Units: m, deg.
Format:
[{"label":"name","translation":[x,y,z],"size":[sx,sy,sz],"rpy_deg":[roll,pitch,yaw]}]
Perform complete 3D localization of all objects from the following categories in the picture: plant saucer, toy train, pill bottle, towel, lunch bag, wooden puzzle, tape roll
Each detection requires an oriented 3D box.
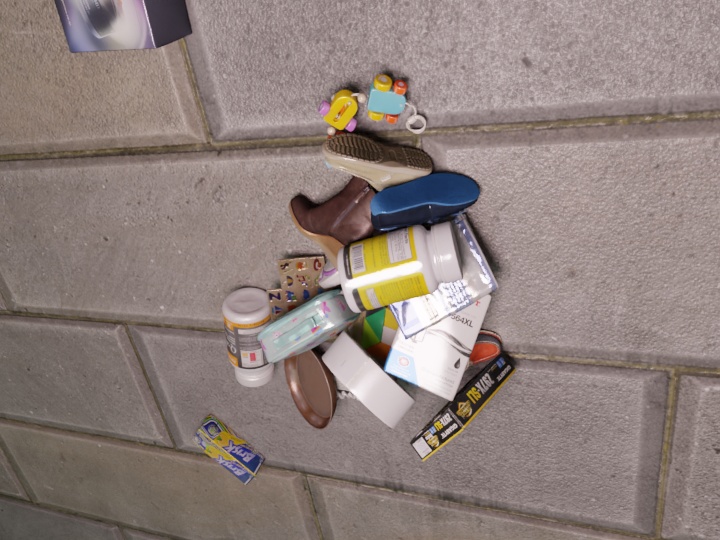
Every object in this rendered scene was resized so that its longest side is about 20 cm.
[{"label":"plant saucer","translation":[-0.109,0.253,1.362],"size":[0.198,0.034,0.207],"rpy_deg":[29,127,46]},{"label":"toy train","translation":[0.008,-0.258,1.037],"size":[0.195,0.057,0.151],"rpy_deg":[-20,137,21]},{"label":"pill bottle","translation":[-0.244,0.152,1.357],"size":[0.112,0.117,0.206],"rpy_deg":[12,124,16]},{"label":"towel","translation":[0.130,0.011,1.068],"size":[0.196,0.024,0.150],"rpy_deg":[-31,84,12]},{"label":"lunch bag","translation":[-0.101,0.106,1.203],"size":[0.197,0.160,0.079],"rpy_deg":[-32,80,17]},{"label":"pill bottle","translation":[0.068,-0.008,1.013],"size":[0.193,0.115,0.117],"rpy_deg":[-14,115,13]},{"label":"wooden puzzle","translation":[0.071,0.131,1.252],"size":[0.194,0.037,0.190],"rpy_deg":[17,125,14]},{"label":"tape roll","translation":[0.015,0.213,1.191],"size":[0.202,0.202,0.071],"rpy_deg":[45,87,-7]}]

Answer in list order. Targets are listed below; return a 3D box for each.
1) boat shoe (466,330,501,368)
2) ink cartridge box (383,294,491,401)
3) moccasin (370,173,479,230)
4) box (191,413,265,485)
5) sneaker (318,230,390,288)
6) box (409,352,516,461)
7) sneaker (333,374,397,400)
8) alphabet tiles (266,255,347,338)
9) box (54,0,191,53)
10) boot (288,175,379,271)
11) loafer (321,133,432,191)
[{"label":"boat shoe","translation":[0.184,0.172,1.191],"size":[0.193,0.063,0.073],"rpy_deg":[-13,119,12]},{"label":"ink cartridge box","translation":[0.142,0.111,1.123],"size":[0.142,0.084,0.206],"rpy_deg":[20,96,9]},{"label":"moccasin","translation":[0.105,-0.116,1.032],"size":[0.193,0.083,0.069],"rpy_deg":[-7,147,-12]},{"label":"box","translation":[-0.359,0.487,1.646],"size":[0.198,0.065,0.070],"rpy_deg":[39,128,-4]},{"label":"sneaker","translation":[0.000,0.000,1.176],"size":[0.197,0.076,0.100],"rpy_deg":[-26,121,34]},{"label":"box","translation":[0.197,0.259,1.158],"size":[0.049,0.198,0.161],"rpy_deg":[45,137,14]},{"label":"sneaker","translation":[-0.013,0.238,1.338],"size":[0.194,0.075,0.084],"rpy_deg":[-10,107,28]},{"label":"alphabet tiles","translation":[-0.114,0.063,1.276],"size":[0.161,0.008,0.206],"rpy_deg":[-4,119,1]},{"label":"box","translation":[-0.420,-0.494,1.036],"size":[0.191,0.124,0.206],"rpy_deg":[4,122,20]},{"label":"boot","translation":[-0.039,-0.118,1.117],"size":[0.201,0.071,0.168],"rpy_deg":[48,120,25]},{"label":"loafer","translation":[0.026,-0.175,1.031],"size":[0.193,0.077,0.069],"rpy_deg":[10,135,-12]}]
